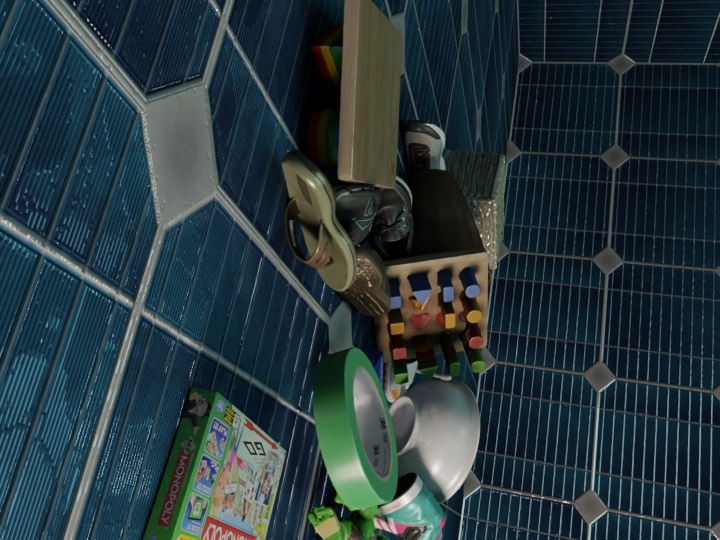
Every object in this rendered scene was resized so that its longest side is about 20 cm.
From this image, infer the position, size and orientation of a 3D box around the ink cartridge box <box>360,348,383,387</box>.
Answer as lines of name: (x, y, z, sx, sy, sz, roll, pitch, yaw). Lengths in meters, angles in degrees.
ink cartridge box: (0.006, 0.238, 1.088, 0.094, 0.043, 0.206, -47, 139, -67)

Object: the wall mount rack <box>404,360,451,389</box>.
wall mount rack: (0.127, 0.135, 1.344, 0.174, 0.072, 0.207, -167, -100, -83)

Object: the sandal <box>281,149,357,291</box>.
sandal: (-0.057, -0.045, 0.763, 0.058, 0.079, 0.203, -47, 145, -21)

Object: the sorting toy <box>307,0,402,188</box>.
sorting toy: (-0.007, -0.211, 0.852, 0.198, 0.067, 0.207, -12, 106, -73)

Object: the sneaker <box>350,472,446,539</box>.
sneaker: (0.066, 0.391, 1.062, 0.084, 0.121, 0.200, -43, 180, -40)

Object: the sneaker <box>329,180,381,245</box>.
sneaker: (-0.014, -0.070, 0.869, 0.200, 0.073, 0.082, -10, 110, -74)

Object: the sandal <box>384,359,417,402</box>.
sandal: (0.079, 0.156, 1.282, 0.079, 0.057, 0.213, -52, 145, -62)

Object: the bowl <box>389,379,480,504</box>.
bowl: (0.094, 0.261, 1.097, 0.089, 0.200, 0.206, 24, 64, -25)

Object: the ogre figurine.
ogre figurine: (-0.018, 0.387, 0.963, 0.119, 0.096, 0.207, 8, 74, -63)

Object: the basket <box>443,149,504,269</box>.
basket: (0.235, -0.135, 1.533, 0.202, 0.156, 0.202, -69, 156, -47)

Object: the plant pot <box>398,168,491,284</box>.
plant pot: (0.136, -0.071, 1.246, 0.187, 0.181, 0.206, 57, 28, -64)

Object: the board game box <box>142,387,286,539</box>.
board game box: (-0.128, 0.211, 0.650, 0.201, 0.028, 0.138, 66, 33, -59)

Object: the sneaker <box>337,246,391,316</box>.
sneaker: (0.000, 0.000, 0.989, 0.201, 0.068, 0.078, 68, 14, -64)

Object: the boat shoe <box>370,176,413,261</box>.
boat shoe: (0.049, -0.069, 1.079, 0.201, 0.072, 0.068, 84, 0, -59)

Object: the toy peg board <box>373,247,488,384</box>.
toy peg board: (0.122, 0.085, 1.128, 0.099, 0.194, 0.204, -101, -176, -54)

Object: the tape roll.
tape roll: (-0.004, 0.208, 0.920, 0.200, 0.047, 0.206, -17, 91, -75)

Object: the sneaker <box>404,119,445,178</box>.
sneaker: (0.121, -0.209, 1.296, 0.201, 0.072, 0.081, 65, 40, -60)
